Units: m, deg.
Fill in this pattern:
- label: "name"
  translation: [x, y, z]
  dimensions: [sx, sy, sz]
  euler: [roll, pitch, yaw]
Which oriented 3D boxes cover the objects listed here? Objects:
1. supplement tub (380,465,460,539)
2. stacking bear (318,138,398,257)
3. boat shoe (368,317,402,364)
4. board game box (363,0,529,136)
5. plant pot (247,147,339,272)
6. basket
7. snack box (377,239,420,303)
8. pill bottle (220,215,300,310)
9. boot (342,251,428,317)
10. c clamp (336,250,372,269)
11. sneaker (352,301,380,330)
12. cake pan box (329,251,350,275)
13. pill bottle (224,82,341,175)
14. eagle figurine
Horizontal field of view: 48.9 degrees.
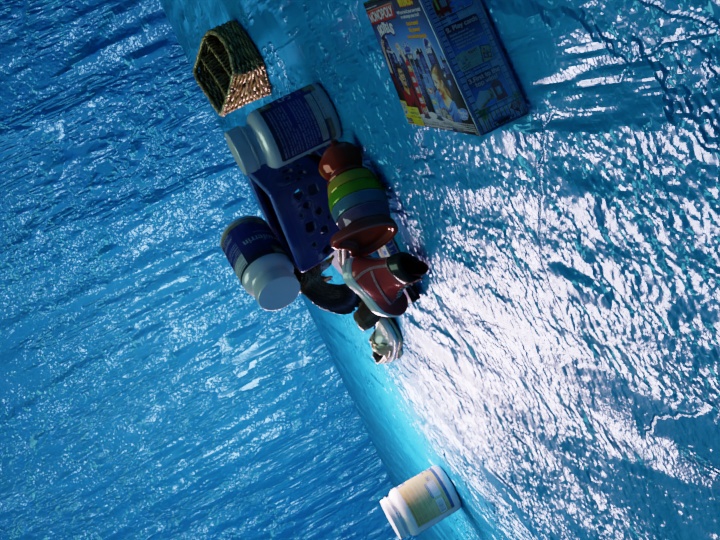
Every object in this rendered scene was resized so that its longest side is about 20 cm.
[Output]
- label: "supplement tub"
  translation: [0.173, 0.671, 2.286]
  dimensions: [0.145, 0.200, 0.145]
  euler: [59, 169, 19]
- label: "stacking bear"
  translation: [-0.015, -0.142, 1.427]
  dimensions: [0.121, 0.114, 0.200]
  euler: [25, -138, -61]
- label: "boat shoe"
  translation: [0.060, 0.178, 1.964]
  dimensions: [0.075, 0.068, 0.200]
  euler: [56, 167, 33]
- label: "board game box"
  translation: [0.076, -0.251, 0.831]
  dimensions: [0.200, 0.062, 0.200]
  euler: [68, 169, -20]
- label: "plant pot"
  translation: [-0.108, -0.146, 1.660]
  dimensions: [0.200, 0.180, 0.200]
  euler: [47, 162, 56]
- label: "basket"
  translation: [-0.330, -0.503, 1.936]
  dimensions: [0.200, 0.149, 0.143]
  euler: [57, 168, 32]
- label: "snack box"
  translation: [0.058, -0.030, 1.568]
  dimensions: [0.200, 0.024, 0.072]
  euler: [64, 167, -7]
- label: "pill bottle"
  translation: [-0.210, -0.015, 1.669]
  dimensions: [0.200, 0.116, 0.116]
  euler: [54, 167, 37]
- label: "boot"
  translation: [0.076, 0.028, 1.458]
  dimensions: [0.200, 0.144, 0.072]
  euler: [41, -132, -51]
- label: "c clamp"
  translation: [0.000, 0.000, 1.780]
  dimensions: [0.171, 0.027, 0.200]
  euler: [45, 161, 13]
- label: "sneaker"
  translation: [0.034, 0.088, 1.900]
  dimensions: [0.070, 0.076, 0.200]
  euler: [54, -167, -11]
- label: "cake pan box"
  translation: [-0.051, -0.068, 1.940]
  dimensions: [0.184, 0.052, 0.200]
  euler: [41, 157, 57]
- label: "pill bottle"
  translation: [-0.150, -0.264, 1.508]
  dimensions: [0.120, 0.200, 0.120]
  euler: [59, 168, 20]
- label: "eagle figurine"
  translation: [-0.104, 0.026, 1.791]
  dimensions: [0.200, 0.151, 0.152]
  euler: [53, -155, -47]
